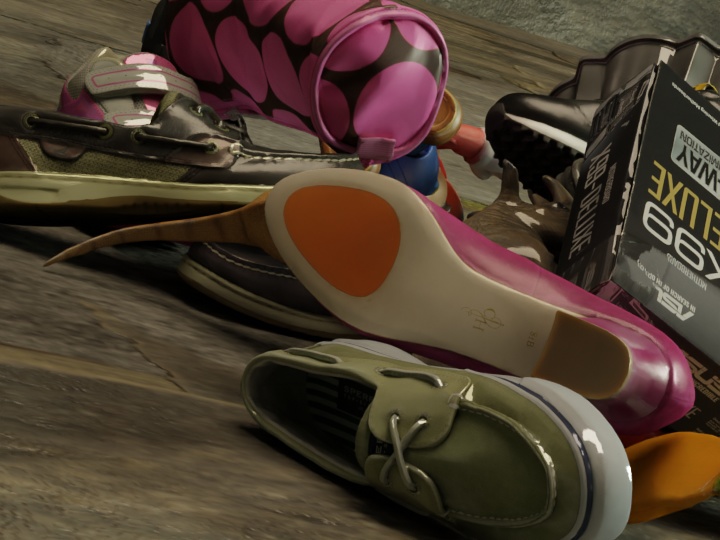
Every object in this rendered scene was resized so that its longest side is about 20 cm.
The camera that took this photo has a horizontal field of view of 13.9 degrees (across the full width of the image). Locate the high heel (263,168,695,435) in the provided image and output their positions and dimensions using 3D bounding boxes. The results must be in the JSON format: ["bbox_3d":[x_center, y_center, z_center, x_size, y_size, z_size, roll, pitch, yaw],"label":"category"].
[{"bbox_3d":[0.053,0.013,1.284,0.200,0.067,0.096,21,-1,27],"label":"high heel"}]

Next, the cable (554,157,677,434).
[{"bbox_3d":[0.144,-0.004,1.463,0.097,0.050,0.200,25,33,-12],"label":"cable"}]

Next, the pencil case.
[{"bbox_3d":[-0.031,-0.111,1.578,0.091,0.094,0.200,12,7,-28],"label":"pencil case"}]

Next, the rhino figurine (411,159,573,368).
[{"bbox_3d":[0.074,0.015,1.385,0.087,0.060,0.200,22,42,-4],"label":"rhino figurine"}]

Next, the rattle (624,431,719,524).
[{"bbox_3d":[0.212,0.136,1.269,0.200,0.143,0.130,31,36,-24],"label":"rattle"}]

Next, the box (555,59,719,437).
[{"bbox_3d":[0.184,0.019,1.389,0.200,0.050,0.158,38,41,-18],"label":"box"}]

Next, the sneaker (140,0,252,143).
[{"bbox_3d":[-0.103,-0.118,1.829,0.073,0.112,0.200,14,11,-23],"label":"sneaker"}]

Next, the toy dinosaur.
[{"bbox_3d":[-0.038,-0.022,1.409,0.200,0.060,0.106,-4,-16,30],"label":"toy dinosaur"}]

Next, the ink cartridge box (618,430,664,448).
[{"bbox_3d":[0.146,0.035,1.480,0.162,0.050,0.200,50,20,27],"label":"ink cartridge box"}]

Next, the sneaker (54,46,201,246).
[{"bbox_3d":[-0.124,-0.072,1.595,0.081,0.088,0.200,14,11,-29],"label":"sneaker"}]

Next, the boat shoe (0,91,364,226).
[{"bbox_3d":[-0.094,-0.057,1.474,0.201,0.066,0.072,-2,-4,-11],"label":"boat shoe"}]

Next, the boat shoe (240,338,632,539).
[{"bbox_3d":[0.026,0.072,1.183,0.062,0.072,0.200,-2,10,-37],"label":"boat shoe"}]

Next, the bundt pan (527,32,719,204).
[{"bbox_3d":[0.193,-0.041,1.795,0.202,0.202,0.076,20,38,6],"label":"bundt pan"}]

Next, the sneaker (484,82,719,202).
[{"bbox_3d":[0.168,-0.073,1.690,0.200,0.090,0.070,21,-24,-11],"label":"sneaker"}]

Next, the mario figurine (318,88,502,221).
[{"bbox_3d":[0.030,-0.046,1.715,0.123,0.106,0.200,6,-13,6],"label":"mario figurine"}]

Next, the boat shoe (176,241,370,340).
[{"bbox_3d":[0.000,0.000,1.502,0.200,0.065,0.072,12,15,-31],"label":"boat shoe"}]
